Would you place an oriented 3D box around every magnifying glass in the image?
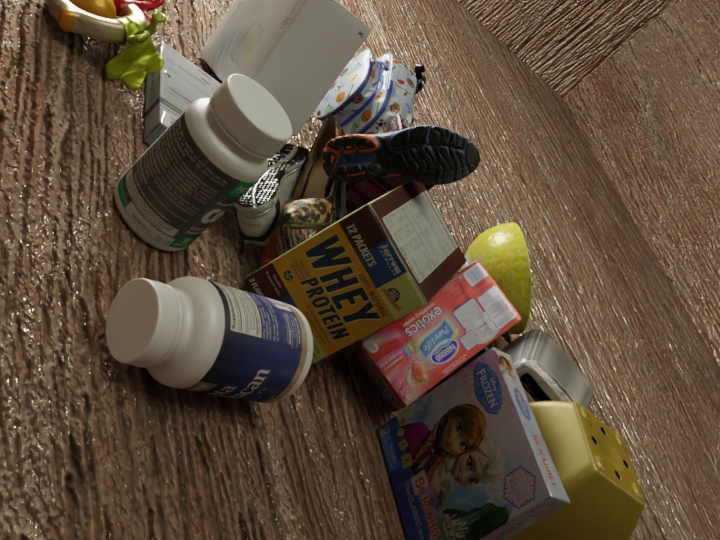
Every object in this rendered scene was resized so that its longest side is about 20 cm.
[{"bbox_3d":[-0.129,-0.068,1.240,0.079,0.022,0.200,34,28,-31],"label":"magnifying glass"}]

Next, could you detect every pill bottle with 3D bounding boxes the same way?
[{"bbox_3d":[-0.178,-0.122,1.013,0.113,0.200,0.113,38,28,-25],"label":"pill bottle"},{"bbox_3d":[-0.152,0.069,0.905,0.200,0.111,0.111,20,39,-47],"label":"pill bottle"}]

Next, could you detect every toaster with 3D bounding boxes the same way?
[{"bbox_3d":[0.298,0.192,1.493,0.200,0.114,0.129,51,27,-4],"label":"toaster"}]

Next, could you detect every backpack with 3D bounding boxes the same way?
[{"bbox_3d":[0.012,-0.281,1.577,0.154,0.200,0.191,27,40,-31],"label":"backpack"}]

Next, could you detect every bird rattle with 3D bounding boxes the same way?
[{"bbox_3d":[-0.333,-0.348,1.189,0.162,0.113,0.200,8,43,-34],"label":"bird rattle"}]

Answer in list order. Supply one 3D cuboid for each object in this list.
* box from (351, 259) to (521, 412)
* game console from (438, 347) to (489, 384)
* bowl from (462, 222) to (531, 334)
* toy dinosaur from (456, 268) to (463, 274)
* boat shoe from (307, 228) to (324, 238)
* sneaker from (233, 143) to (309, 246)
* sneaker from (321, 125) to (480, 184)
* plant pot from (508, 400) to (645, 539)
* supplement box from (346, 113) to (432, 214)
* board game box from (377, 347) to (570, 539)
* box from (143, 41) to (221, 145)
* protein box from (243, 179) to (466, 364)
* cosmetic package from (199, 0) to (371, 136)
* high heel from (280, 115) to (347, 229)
[{"bbox_3d":[0.100,0.088,1.186,0.103,0.200,0.095,53,-15,6],"label":"box"},{"bbox_3d":[0.151,0.109,1.345,0.200,0.118,0.171,54,23,5],"label":"game console"},{"bbox_3d":[0.225,0.016,1.584,0.107,0.201,0.201,-2,42,-6],"label":"bowl"},{"bbox_3d":[0.126,0.007,1.464,0.136,0.086,0.200,49,15,-3],"label":"toy dinosaur"},{"bbox_3d":[0.005,-0.026,1.348,0.200,0.066,0.070,26,35,-42],"label":"boat shoe"},{"bbox_3d":[-0.122,-0.107,1.201,0.073,0.080,0.200,10,36,14],"label":"sneaker"},{"bbox_3d":[0.054,-0.150,1.137,0.078,0.199,0.076,-38,131,-71],"label":"sneaker"},{"bbox_3d":[0.254,0.287,1.186,0.195,0.200,0.195,36,29,-28],"label":"plant pot"},{"bbox_3d":[0.026,-0.133,1.369,0.109,0.200,0.061,35,29,-31],"label":"supplement box"},{"bbox_3d":[0.123,0.227,1.049,0.041,0.199,0.201,27,34,-41],"label":"board game box"},{"bbox_3d":[-0.227,-0.212,1.242,0.156,0.041,0.201,32,32,-37],"label":"box"},{"bbox_3d":[0.000,0.000,1.132,0.135,0.198,0.200,60,25,-3],"label":"protein box"},{"bbox_3d":[-0.120,-0.349,1.361,0.123,0.200,0.200,26,17,-41],"label":"cosmetic package"},{"bbox_3d":[-0.063,-0.129,1.160,0.200,0.071,0.143,-30,118,-70],"label":"high heel"}]
